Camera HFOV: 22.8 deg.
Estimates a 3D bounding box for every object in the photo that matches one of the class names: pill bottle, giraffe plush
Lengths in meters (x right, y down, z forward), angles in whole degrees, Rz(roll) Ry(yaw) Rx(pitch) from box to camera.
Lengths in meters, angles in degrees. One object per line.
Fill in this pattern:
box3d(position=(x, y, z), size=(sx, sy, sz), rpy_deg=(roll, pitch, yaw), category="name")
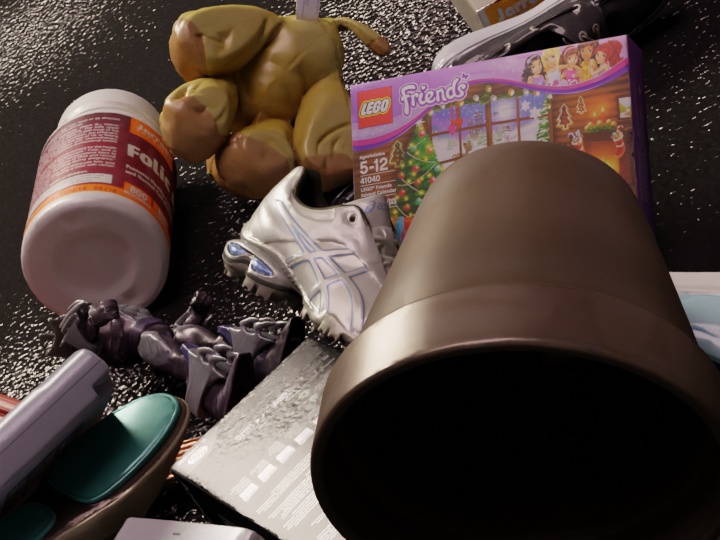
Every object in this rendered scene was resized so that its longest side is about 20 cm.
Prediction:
box3d(position=(-0.204, -0.057, 1.422), size=(0.113, 0.115, 0.201), rpy_deg=(-23, 31, 11), category="pill bottle")
box3d(position=(-0.083, -0.125, 1.395), size=(0.162, 0.171, 0.201), rpy_deg=(-46, 19, 59), category="giraffe plush")

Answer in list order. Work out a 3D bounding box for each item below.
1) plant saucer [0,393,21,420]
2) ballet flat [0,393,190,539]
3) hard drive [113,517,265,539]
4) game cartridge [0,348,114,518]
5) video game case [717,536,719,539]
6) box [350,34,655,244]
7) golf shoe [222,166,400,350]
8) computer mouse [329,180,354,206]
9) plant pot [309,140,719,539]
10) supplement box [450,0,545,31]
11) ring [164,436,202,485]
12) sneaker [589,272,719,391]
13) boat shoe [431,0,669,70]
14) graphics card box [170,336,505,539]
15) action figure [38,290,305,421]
box3d(position=(-0.320, 0.152, 1.286), size=(0.199, 0.037, 0.200), rpy_deg=(10, 48, 49), category="plant saucer")
box3d(position=(-0.177, 0.155, 1.094), size=(0.200, 0.070, 0.069), rpy_deg=(-39, 31, -23), category="ballet flat")
box3d(position=(-0.139, 0.228, 0.977), size=(0.131, 0.027, 0.201), rpy_deg=(-5, 47, 50), category="hard drive")
box3d(position=(-0.221, 0.128, 1.130), size=(0.133, 0.041, 0.200), rpy_deg=(-49, -2, -25), category="game cartridge")
box3d(position=(0.120, 0.125, 0.962), size=(0.199, 0.024, 0.183), rpy_deg=(-27, 30, 6), category="video game case")
box3d(position=(0.090, -0.067, 1.169), size=(0.198, 0.039, 0.138), rpy_deg=(-8, 76, 25), category="box")
box3d(position=(0.000, 0.000, 1.135), size=(0.199, 0.078, 0.098), rpy_deg=(32, 94, 32), category="golf shoe")
box3d(position=(0.065, -0.062, 1.261), size=(0.138, 0.053, 0.200), rpy_deg=(-38, 31, -16), category="computer mouse")
box3d(position=(0.083, 0.036, 0.877), size=(0.198, 0.201, 0.175), rpy_deg=(-15, 43, 23), category="plant pot")
box3d(position=(0.137, -0.242, 1.449), size=(0.125, 0.074, 0.200), rpy_deg=(-27, 30, 3), category="supplement box")
box3d(position=(-0.123, 0.177, 1.097), size=(0.199, 0.019, 0.201), rpy_deg=(-22, 32, 14), category="ring")
box3d(position=(0.139, 0.046, 0.970), size=(0.198, 0.074, 0.082), rpy_deg=(-7, 33, 35), category="sneaker")
box3d(position=(0.150, -0.168, 1.329), size=(0.198, 0.070, 0.066), rpy_deg=(-22, 41, -5), category="boat shoe")
box3d(position=(-0.011, 0.116, 1.019), size=(0.125, 0.051, 0.199), rpy_deg=(-44, 32, -18), category="graphics card box")
box3d(position=(-0.133, 0.048, 1.230), size=(0.199, 0.070, 0.130), rpy_deg=(14, 19, 38), category="action figure")
